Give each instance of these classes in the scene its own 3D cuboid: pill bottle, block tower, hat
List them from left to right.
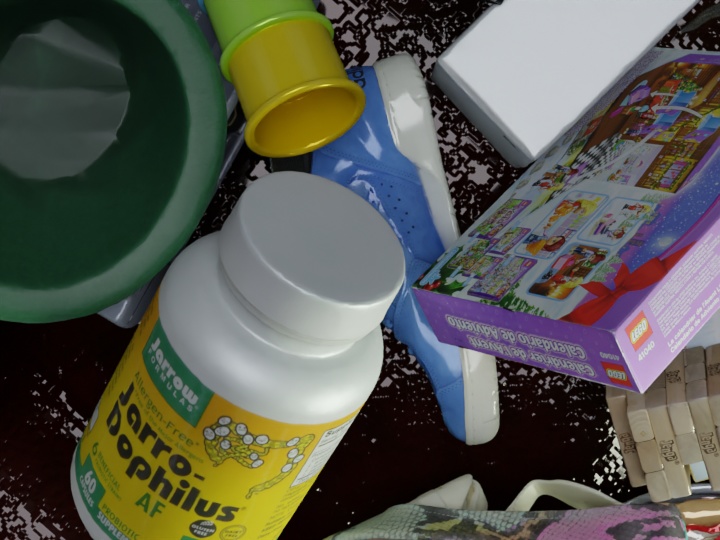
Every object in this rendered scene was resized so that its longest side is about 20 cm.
[{"bbox_3d":[-0.155,-0.087,0.990,0.165,0.176,0.201,33,91,-16],"label":"hat"},{"bbox_3d":[-0.057,0.052,0.958,0.112,0.113,0.200,31,128,-1],"label":"pill bottle"},{"bbox_3d":[0.222,0.061,0.970,0.199,0.054,0.058,-13,114,14],"label":"block tower"}]

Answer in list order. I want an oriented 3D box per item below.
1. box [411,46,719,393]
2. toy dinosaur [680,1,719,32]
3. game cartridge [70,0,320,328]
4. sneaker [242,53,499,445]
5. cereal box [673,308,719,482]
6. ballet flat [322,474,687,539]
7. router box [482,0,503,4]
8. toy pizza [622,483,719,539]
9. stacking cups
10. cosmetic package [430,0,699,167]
[{"bbox_3d":[0.137,-0.031,0.955,0.200,0.136,0.039,-44,122,-25],"label":"box"},{"bbox_3d":[0.265,-0.118,1.017,0.198,0.102,0.078,-12,101,8],"label":"toy dinosaur"},{"bbox_3d":[-0.119,-0.087,1.011,0.133,0.040,0.201,28,86,21],"label":"game cartridge"},{"bbox_3d":[0.000,0.000,1.020,0.110,0.077,0.201,-15,92,-1],"label":"sneaker"},{"bbox_3d":[0.236,0.011,0.998,0.199,0.040,0.145,-18,111,15],"label":"cereal box"},{"bbox_3d":[0.072,0.138,1.019,0.199,0.069,0.072,-2,50,26],"label":"ballet flat"},{"bbox_3d":[0.029,-0.244,0.983,0.157,0.052,0.201,21,92,41],"label":"router box"},{"bbox_3d":[0.178,0.211,1.027,0.198,0.032,0.202,0,92,0],"label":"toy pizza"},{"bbox_3d":[-0.055,-0.153,0.959,0.060,0.061,0.201,-20,66,0],"label":"stacking cups"},{"bbox_3d":[0.130,-0.146,1.006,0.200,0.101,0.071,-45,91,0],"label":"cosmetic package"}]
